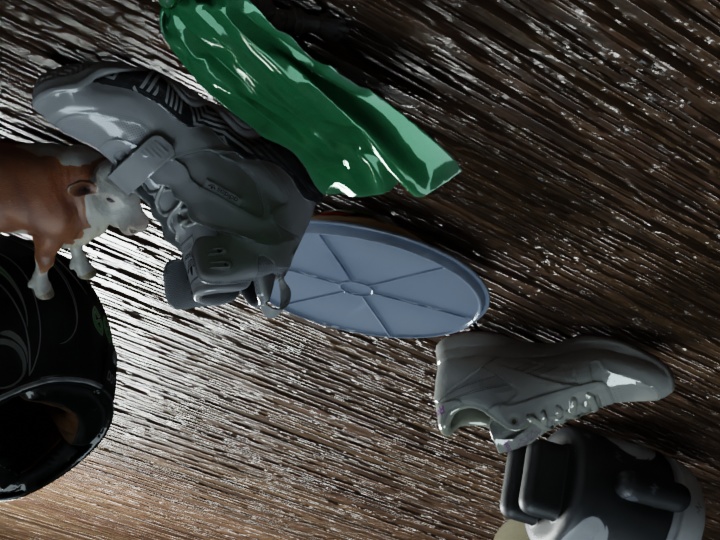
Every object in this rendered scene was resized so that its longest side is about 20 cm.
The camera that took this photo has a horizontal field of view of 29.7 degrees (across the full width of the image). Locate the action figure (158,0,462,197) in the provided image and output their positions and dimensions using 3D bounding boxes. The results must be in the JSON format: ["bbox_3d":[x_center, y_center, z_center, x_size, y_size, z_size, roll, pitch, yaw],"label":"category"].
[{"bbox_3d":[-0.044,-0.111,0.742,0.117,0.055,0.199,-10,142,44],"label":"action figure"}]

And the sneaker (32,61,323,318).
[{"bbox_3d":[-0.116,-0.047,0.843,0.198,0.117,0.075,21,155,-22],"label":"sneaker"}]

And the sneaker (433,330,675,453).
[{"bbox_3d":[0.153,0.103,1.095,0.197,0.101,0.075,0,153,22],"label":"sneaker"}]

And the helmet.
[{"bbox_3d":[-0.302,0.066,1.098,0.198,0.192,0.201,-22,146,-16],"label":"helmet"}]

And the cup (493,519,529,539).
[{"bbox_3d":[0.260,0.314,1.461,0.198,0.202,0.144,22,129,-25],"label":"cup"}]

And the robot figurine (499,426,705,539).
[{"bbox_3d":[0.236,0.221,1.308,0.197,0.126,0.151,18,-162,-15],"label":"robot figurine"}]

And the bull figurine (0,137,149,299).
[{"bbox_3d":[-0.236,-0.046,0.946,0.197,0.065,0.123,16,125,7],"label":"bull figurine"}]

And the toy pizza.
[{"bbox_3d":[0.000,0.000,1.011,0.197,0.032,0.201,10,158,4],"label":"toy pizza"}]
